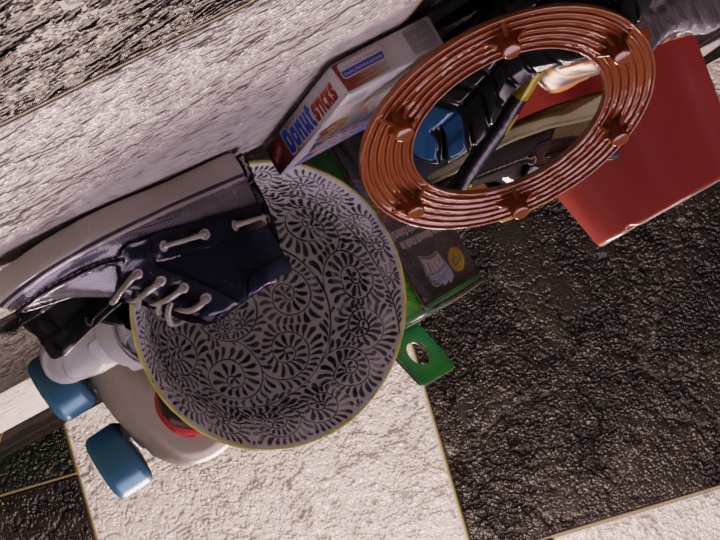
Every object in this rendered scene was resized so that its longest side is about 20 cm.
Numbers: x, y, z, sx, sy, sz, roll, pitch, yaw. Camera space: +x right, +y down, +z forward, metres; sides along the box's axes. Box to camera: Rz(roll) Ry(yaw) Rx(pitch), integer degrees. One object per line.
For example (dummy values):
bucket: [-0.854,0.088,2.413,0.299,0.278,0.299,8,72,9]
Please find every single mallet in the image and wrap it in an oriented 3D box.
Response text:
mallet: [0.118,-0.127,1.296,0.066,0.041,0.200,-28,154,-57]

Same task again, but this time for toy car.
toy car: [-0.187,0.065,1.652,0.184,0.177,0.200,-34,-154,-4]

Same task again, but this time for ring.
ring: [0.095,-0.089,1.175,0.200,0.019,0.201,-16,145,-11]

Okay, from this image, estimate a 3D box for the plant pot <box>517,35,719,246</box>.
plant pot: [0.224,-0.130,1.621,0.200,0.178,0.200,-29,177,-2]

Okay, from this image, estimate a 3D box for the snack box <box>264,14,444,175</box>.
snack box: [-0.007,-0.108,1.194,0.072,0.024,0.200,-30,178,-17]

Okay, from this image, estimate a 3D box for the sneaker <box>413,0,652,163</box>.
sneaker: [0.100,-0.155,1.193,0.200,0.073,0.082,-35,-155,19]

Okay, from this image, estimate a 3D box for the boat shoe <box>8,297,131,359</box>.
boat shoe: [-0.171,0.016,1.344,0.074,0.066,0.199,-32,177,27]

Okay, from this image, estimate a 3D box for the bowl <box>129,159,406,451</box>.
bowl: [-0.076,0.023,1.325,0.201,0.201,0.094,-28,-169,-18]

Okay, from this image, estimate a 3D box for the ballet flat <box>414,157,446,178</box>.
ballet flat: [0.056,-0.111,1.352,0.073,0.073,0.200,-30,-176,13]

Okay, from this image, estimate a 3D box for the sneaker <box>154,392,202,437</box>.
sneaker: [-0.087,0.059,1.510,0.200,0.071,0.098,-40,174,0]

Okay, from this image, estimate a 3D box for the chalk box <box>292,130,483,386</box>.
chalk box: [0.000,0.000,1.425,0.124,0.200,0.124,-30,177,27]

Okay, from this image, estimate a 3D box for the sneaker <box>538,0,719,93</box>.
sneaker: [0.190,-0.190,1.392,0.112,0.078,0.200,-17,-174,44]

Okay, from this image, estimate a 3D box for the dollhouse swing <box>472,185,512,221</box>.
dollhouse swing: [0.140,-0.154,1.856,0.181,0.176,0.200,14,-165,19]

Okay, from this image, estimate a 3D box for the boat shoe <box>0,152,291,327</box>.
boat shoe: [-0.133,0.002,1.193,0.200,0.093,0.075,-28,177,-29]

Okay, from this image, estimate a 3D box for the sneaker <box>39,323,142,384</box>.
sneaker: [-0.165,0.050,1.450,0.200,0.115,0.075,-34,133,15]

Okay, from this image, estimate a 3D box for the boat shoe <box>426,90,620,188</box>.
boat shoe: [0.137,-0.088,1.465,0.201,0.066,0.072,-25,-176,-39]
